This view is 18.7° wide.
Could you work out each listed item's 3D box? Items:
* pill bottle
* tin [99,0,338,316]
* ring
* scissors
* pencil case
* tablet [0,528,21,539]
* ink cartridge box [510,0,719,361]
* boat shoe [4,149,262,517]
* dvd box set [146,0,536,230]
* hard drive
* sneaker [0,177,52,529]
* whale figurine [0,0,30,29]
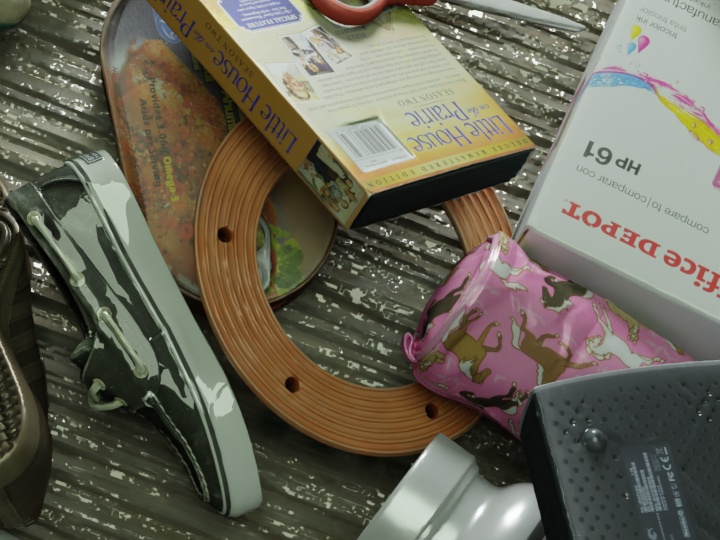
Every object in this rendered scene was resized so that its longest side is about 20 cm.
[{"bbox_3d":[0.090,0.177,1.075,0.200,0.116,0.116,38,70,5],"label":"pill bottle"},{"bbox_3d":[-0.076,-0.071,1.175,0.112,0.042,0.201,-10,74,-7],"label":"tin"},{"bbox_3d":[0.000,0.000,1.139,0.200,0.019,0.201,11,67,-28],"label":"ring"},{"bbox_3d":[0.038,-0.160,1.198,0.199,0.014,0.073,-4,48,-39],"label":"scissors"},{"bbox_3d":[0.117,0.065,1.116,0.200,0.083,0.087,36,48,-9],"label":"pencil case"},{"bbox_3d":[-0.232,0.152,1.045,0.200,0.014,0.130,29,45,1],"label":"tablet"},{"bbox_3d":[0.176,-0.053,1.174,0.144,0.085,0.200,25,65,0],"label":"ink cartridge box"},{"bbox_3d":[-0.116,0.041,1.104,0.064,0.071,0.200,-27,89,-17],"label":"boat shoe"},{"bbox_3d":[-0.017,-0.113,1.139,0.200,0.029,0.146,49,38,18],"label":"dvd box set"},{"bbox_3d":[0.171,0.112,1.045,0.199,0.042,0.135,-2,68,-30],"label":"hard drive"},{"bbox_3d":[-0.196,0.041,1.110,0.070,0.076,0.200,-11,52,-1],"label":"sneaker"},{"bbox_3d":[-0.228,-0.188,1.173,0.200,0.104,0.159,-24,75,-40],"label":"whale figurine"}]
